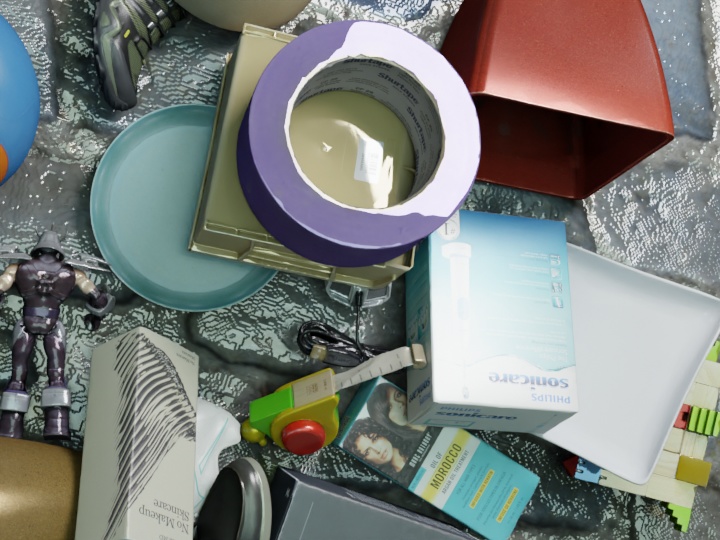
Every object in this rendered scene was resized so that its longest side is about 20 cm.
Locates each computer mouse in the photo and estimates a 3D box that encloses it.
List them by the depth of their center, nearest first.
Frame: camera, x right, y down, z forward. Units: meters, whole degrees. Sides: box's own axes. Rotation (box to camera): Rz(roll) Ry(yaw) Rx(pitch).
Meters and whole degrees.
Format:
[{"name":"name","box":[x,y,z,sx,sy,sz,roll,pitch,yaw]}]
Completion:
[{"name":"computer mouse","box":[0.000,0.000,1.134,0.109,0.044,0.200,9,77,-10]}]

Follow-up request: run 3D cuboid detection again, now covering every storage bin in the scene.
[{"name":"storage bin","box":[-0.042,-0.103,1.074,0.198,0.094,0.200,12,76,-11]}]

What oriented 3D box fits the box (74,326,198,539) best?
[{"name":"box","box":[-0.192,0.157,1.002,0.082,0.068,0.200,33,42,-44]}]

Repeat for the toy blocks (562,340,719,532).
[{"name":"toy blocks","box":[0.287,0.153,1.190,0.137,0.100,0.200,15,85,-2]}]

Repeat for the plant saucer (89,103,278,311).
[{"name":"plant saucer","box":[-0.160,-0.060,1.113,0.200,0.027,0.200,1,87,-14]}]

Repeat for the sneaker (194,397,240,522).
[{"name":"sneaker","box":[-0.173,0.217,1.077,0.080,0.070,0.201,25,82,-14]}]

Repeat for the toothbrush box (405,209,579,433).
[{"name":"toothbrush box","box":[0.124,0.050,1.119,0.146,0.085,0.200,5,66,-14]}]

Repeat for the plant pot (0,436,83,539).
[{"name":"plant pot","box":[-0.314,0.221,0.998,0.200,0.186,0.187,-2,88,-30]}]

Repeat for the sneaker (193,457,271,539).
[{"name":"sneaker","box":[-0.153,0.261,1.027,0.106,0.075,0.200,14,96,-37]}]

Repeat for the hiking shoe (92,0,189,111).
[{"name":"hiking shoe","box":[-0.199,-0.248,1.086,0.101,0.076,0.200,4,86,-10]}]

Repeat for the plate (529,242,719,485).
[{"name":"plate","box":[0.240,0.090,1.156,0.200,0.032,0.200,23,81,30]}]

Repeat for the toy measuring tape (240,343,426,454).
[{"name":"toy measuring tape","box":[-0.021,0.128,1.100,0.200,0.074,0.074,-22,93,13]}]

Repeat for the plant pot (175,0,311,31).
[{"name":"plant pot","box":[-0.092,-0.338,1.056,0.200,0.134,0.201,8,75,-30]}]

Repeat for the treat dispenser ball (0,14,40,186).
[{"name":"treat dispenser ball","box":[-0.376,-0.147,0.975,0.201,0.201,0.201,1,88,-14]}]

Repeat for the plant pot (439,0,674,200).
[{"name":"plant pot","box":[0.175,-0.196,1.126,0.200,0.200,0.177,11,74,-13]}]

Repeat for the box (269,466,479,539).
[{"name":"box","box":[-0.004,0.293,1.096,0.200,0.107,0.149,22,83,-13]}]

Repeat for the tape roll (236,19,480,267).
[{"name":"tape roll","box":[-0.003,-0.107,0.992,0.200,0.085,0.200,2,79,-12]}]

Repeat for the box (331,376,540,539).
[{"name":"box","box":[0.074,0.189,1.149,0.200,0.049,0.082,33,80,-11]}]

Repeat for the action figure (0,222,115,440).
[{"name":"action figure","box":[-0.296,0.054,1.057,0.130,0.069,0.200,5,83,-7]}]
